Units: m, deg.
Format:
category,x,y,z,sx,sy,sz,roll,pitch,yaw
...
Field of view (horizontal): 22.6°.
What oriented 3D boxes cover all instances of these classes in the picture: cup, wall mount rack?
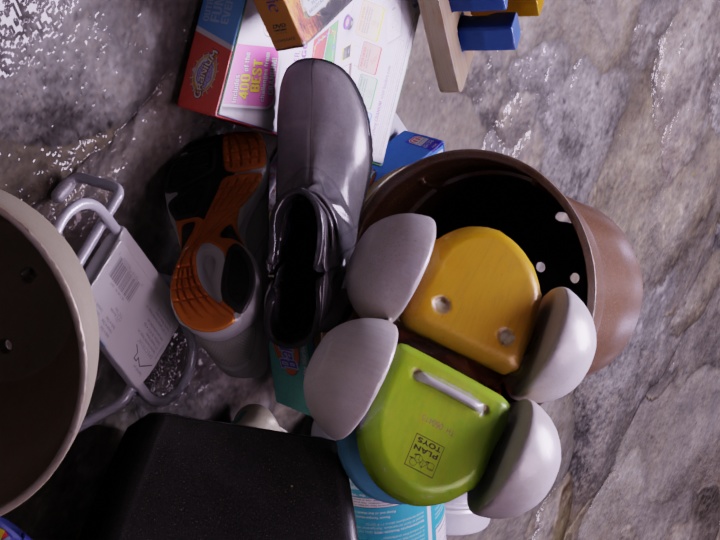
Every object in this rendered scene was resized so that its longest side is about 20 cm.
category,x,y,z,sx,sy,sz,roll,pitch,yaw
cup,-0.232,0.032,1.043,0.143,0.199,0.201,-50,150,-75
wall mount rack,-0.192,0.041,1.195,0.174,0.074,0.200,-60,146,-24

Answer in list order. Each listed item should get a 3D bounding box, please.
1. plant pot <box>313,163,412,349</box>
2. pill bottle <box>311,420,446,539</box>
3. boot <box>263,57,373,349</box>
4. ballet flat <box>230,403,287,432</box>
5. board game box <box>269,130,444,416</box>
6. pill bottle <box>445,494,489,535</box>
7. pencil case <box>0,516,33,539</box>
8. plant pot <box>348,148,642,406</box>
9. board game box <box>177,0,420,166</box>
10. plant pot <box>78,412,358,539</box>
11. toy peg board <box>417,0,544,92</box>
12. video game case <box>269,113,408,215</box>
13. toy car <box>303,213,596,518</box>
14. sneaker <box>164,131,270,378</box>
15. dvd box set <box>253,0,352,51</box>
category,x,y,z,sx,sy,sz,roll,pitch,yaw
plant pot,0.021,0.010,1.417,0.200,0.027,0.201,-30,128,-47
pill bottle,0.018,0.209,1.546,0.111,0.110,0.201,-35,132,-43
boot,-0.031,-0.050,1.222,0.132,0.069,0.201,-1,87,-82
ballet flat,-0.060,0.176,1.465,0.070,0.069,0.200,-56,143,-24
board game box,0.000,0.000,1.448,0.200,0.045,0.153,-39,135,-41
pill bottle,0.088,0.129,1.612,0.112,0.112,0.201,-18,118,-52
pencil case,-0.272,0.250,1.157,0.078,0.087,0.200,45,64,-30
plant pot,0.116,0.017,1.377,0.198,0.199,0.201,4,102,-64
board game box,-0.038,-0.171,1.328,0.200,0.040,0.154,13,91,-53
plant pot,-0.103,0.199,1.250,0.199,0.199,0.178,145,-47,-73
toy peg board,0.109,-0.278,1.406,0.200,0.097,0.201,-72,154,-42
video game case,-0.031,-0.057,1.433,0.201,0.018,0.143,-62,146,-17
toy car,0.048,0.073,1.216,0.150,0.174,0.201,-41,-156,59
sneaker,-0.093,-0.010,1.263,0.092,0.075,0.201,72,14,-46
dvd box set,-0.050,-0.273,1.230,0.146,0.029,0.201,-49,125,-43
